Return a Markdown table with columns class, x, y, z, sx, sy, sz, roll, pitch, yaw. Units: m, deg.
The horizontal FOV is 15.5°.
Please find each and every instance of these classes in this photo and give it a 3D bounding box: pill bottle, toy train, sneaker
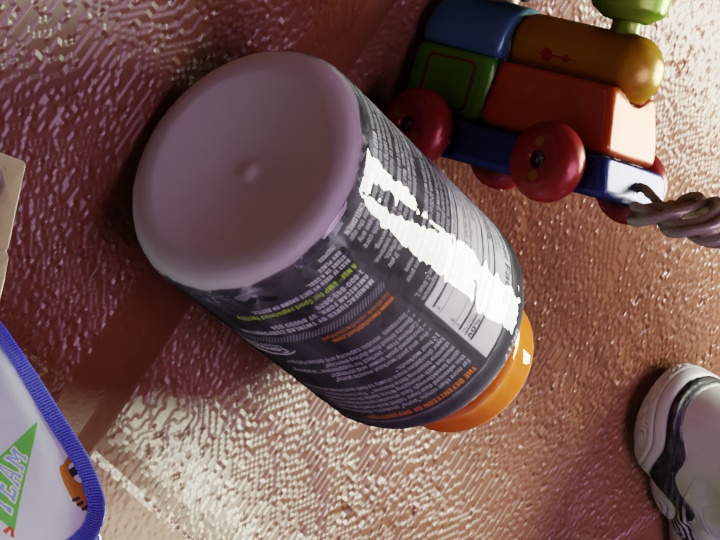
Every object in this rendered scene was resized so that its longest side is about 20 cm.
| class | x | y | z | sx | sy | sz | roll | pitch | yaw |
| --- | --- | --- | --- | --- | --- | --- | --- | --- | --- |
| pill bottle | 0.000 | 0.000 | 1.090 | 0.106 | 0.106 | 0.200 | -60 | 143 | -9 |
| toy train | 0.110 | -0.079 | 1.110 | 0.085 | 0.200 | 0.116 | 11 | 95 | -52 |
| sneaker | 0.225 | 0.133 | 1.427 | 0.075 | 0.115 | 0.200 | -53 | 141 | -18 |

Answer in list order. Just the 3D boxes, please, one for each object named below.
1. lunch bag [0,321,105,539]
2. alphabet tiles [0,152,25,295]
| class | x | y | z | sx | sy | sz | roll | pitch | yaw |
| --- | --- | --- | --- | --- | --- | --- | --- | --- | --- |
| lunch bag | -0.176 | 0.128 | 0.933 | 0.170 | 0.124 | 0.200 | -25 | 111 | -42 |
| alphabet tiles | -0.192 | 0.002 | 0.857 | 0.166 | 0.006 | 0.200 | 20 | 71 | -35 |
